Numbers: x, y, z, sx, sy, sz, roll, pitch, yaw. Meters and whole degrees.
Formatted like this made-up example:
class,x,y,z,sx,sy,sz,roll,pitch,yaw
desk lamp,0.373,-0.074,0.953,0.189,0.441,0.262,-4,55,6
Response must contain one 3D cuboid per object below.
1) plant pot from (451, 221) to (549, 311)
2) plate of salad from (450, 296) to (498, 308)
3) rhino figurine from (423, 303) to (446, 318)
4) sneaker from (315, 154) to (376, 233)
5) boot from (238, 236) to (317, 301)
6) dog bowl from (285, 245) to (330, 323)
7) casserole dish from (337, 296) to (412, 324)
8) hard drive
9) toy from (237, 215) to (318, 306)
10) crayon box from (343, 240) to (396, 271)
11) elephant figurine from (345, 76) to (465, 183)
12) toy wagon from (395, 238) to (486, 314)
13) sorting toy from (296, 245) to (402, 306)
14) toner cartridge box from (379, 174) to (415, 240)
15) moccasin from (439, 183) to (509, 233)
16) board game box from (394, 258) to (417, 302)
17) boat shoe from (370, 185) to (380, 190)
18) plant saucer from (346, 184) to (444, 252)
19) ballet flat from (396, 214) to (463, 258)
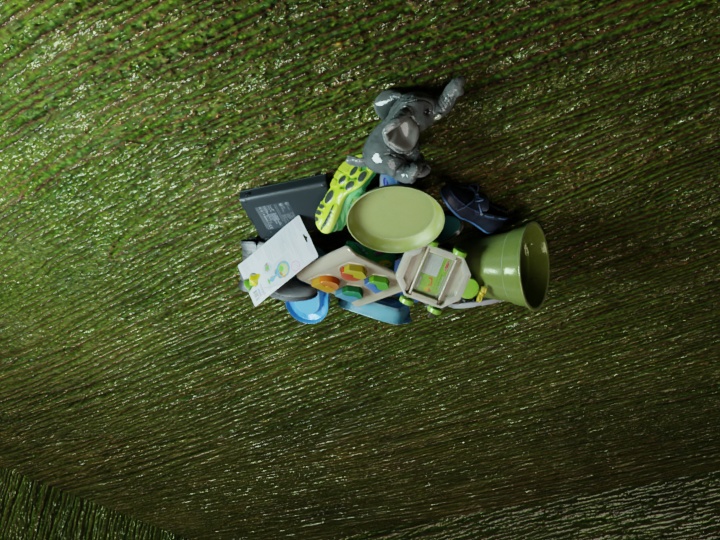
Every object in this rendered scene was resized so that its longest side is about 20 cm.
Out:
class,x,y,z,sx,sy,sz,roll,pitch,yaw
plant pot,0.312,-0.007,1.519,0.190,0.200,0.200,-2,146,34
plate of salad,0.295,0.057,1.646,0.200,0.048,0.200,-10,-178,0
rhino figurine,0.171,0.018,1.567,0.060,0.088,0.200,-13,139,-8
sneaker,-0.023,-0.164,1.398,0.084,0.074,0.200,0,134,-52
boot,-0.193,-0.005,1.545,0.200,0.070,0.132,10,106,7
dog bowl,-0.125,0.028,1.598,0.111,0.050,0.200,4,112,16
casserole dish,0.039,0.086,1.673,0.200,0.121,0.039,17,106,18
hard drive,-0.149,-0.139,1.466,0.200,0.033,0.140,-9,141,12
toy,-0.179,-0.018,1.486,0.200,0.115,0.047,-36,155,19
crayon box,0.000,0.000,1.572,0.119,0.058,0.200,12,159,-10
elephant figurine,0.084,-0.278,1.237,0.141,0.155,0.200,35,137,26
toy wagon,0.180,0.020,1.456,0.200,0.040,0.155,19,106,-10
sorting toy,-0.019,0.024,1.492,0.200,0.037,0.185,30,143,-36
toner cartridge box,0.086,-0.137,1.419,0.043,0.095,0.200,-10,140,12
moccasin,0.249,-0.148,1.434,0.068,0.081,0.200,-34,145,31
board game box,0.151,0.000,1.642,0.200,0.039,0.158,-26,129,25
boat shoe,0.028,-0.112,1.469,0.060,0.072,0.202,-4,146,-3
plant saucer,0.072,-0.111,1.353,0.200,0.031,0.200,1,143,1
ballet flat,0.151,-0.079,1.532,0.200,0.068,0.064,-19,165,24
